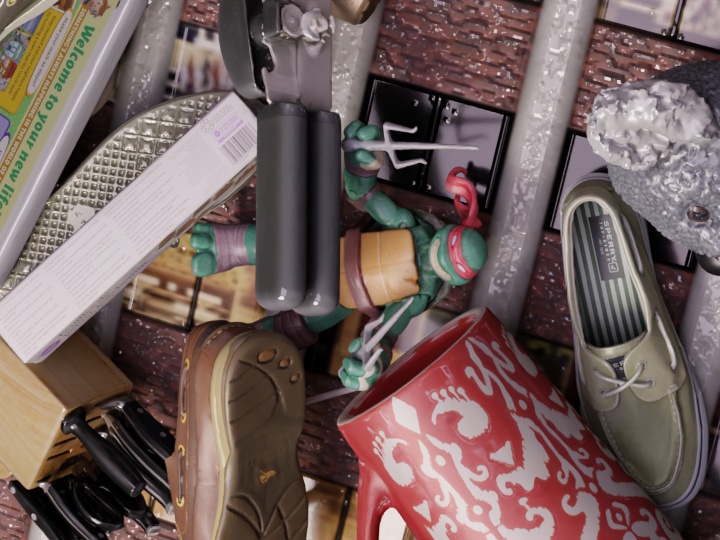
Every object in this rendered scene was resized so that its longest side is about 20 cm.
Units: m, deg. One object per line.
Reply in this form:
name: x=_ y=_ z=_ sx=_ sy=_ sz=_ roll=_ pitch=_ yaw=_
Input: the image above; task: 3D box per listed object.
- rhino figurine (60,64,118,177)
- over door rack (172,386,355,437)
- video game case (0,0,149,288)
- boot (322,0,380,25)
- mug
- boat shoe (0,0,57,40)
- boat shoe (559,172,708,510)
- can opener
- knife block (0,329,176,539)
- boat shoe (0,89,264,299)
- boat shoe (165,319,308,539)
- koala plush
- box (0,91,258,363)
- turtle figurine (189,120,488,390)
rhino figurine: x=-0.193 y=-0.120 z=1.377 sx=0.087 sy=0.060 sz=0.200 roll=37 pitch=107 yaw=13
over door rack: x=-0.018 y=0.143 z=1.358 sx=0.199 sy=0.067 sz=0.148 roll=-18 pitch=94 yaw=20
video game case: x=-0.240 y=-0.120 z=1.352 sx=0.182 sy=0.022 sz=0.200 roll=34 pitch=102 yaw=22
boot: x=-0.025 y=-0.257 z=1.290 sx=0.166 sy=0.072 sz=0.200 roll=35 pitch=111 yaw=8
mug: x=0.075 y=0.142 z=1.255 sx=0.200 sy=0.177 sz=0.133 roll=53 pitch=146 yaw=-5
boat shoe: x=-0.244 y=-0.142 z=1.309 sx=0.202 sy=0.060 sz=0.072 roll=-41 pitch=73 yaw=19
boat shoe: x=0.147 y=0.045 z=1.289 sx=0.072 sy=0.062 sz=0.201 roll=-15 pitch=95 yaw=20
can opener: x=-0.041 y=-0.073 z=1.269 sx=0.066 sy=0.053 sz=0.201 roll=-16 pitch=73 yaw=45
knife block: x=-0.185 y=0.073 z=1.377 sx=0.175 sy=0.064 sz=0.201 roll=-6 pitch=97 yaw=37
boat shoe: x=-0.138 y=-0.044 z=1.372 sx=0.200 sy=0.062 sz=0.075 roll=-35 pitch=85 yaw=7
boat shoe: x=-0.075 y=0.124 z=1.310 sx=0.067 sy=0.072 sz=0.201 roll=21 pitch=114 yaw=46
koala plush: x=0.223 y=-0.064 z=1.199 sx=0.199 sy=0.177 sz=0.185 roll=3 pitch=88 yaw=18
box: x=-0.131 y=-0.025 z=1.321 sx=0.200 sy=0.039 sz=0.041 roll=-42 pitch=85 yaw=5
turtle figurine: x=0.000 y=0.000 z=1.310 sx=0.199 sy=0.101 sz=0.150 roll=-14 pitch=72 yaw=31
